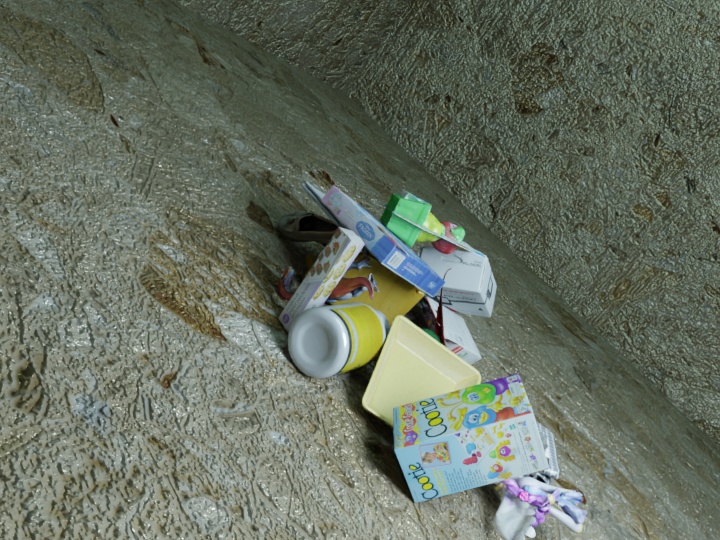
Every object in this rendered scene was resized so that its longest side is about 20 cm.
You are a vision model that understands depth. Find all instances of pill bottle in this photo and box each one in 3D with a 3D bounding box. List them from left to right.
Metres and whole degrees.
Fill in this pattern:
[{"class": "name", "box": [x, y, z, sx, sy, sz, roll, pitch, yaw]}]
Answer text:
[{"class": "pill bottle", "box": [-0.026, 0.112, 1.058, 0.112, 0.112, 0.200, 46, 20, 20]}]

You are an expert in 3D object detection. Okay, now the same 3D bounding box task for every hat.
[{"class": "hat", "box": [0.139, 0.133, 1.166, 0.165, 0.177, 0.200, -6, 47, -47]}]

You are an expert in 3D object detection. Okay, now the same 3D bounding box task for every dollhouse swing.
[{"class": "dollhouse swing", "box": [0.000, 0.000, 1.304, 0.199, 0.182, 0.176, 29, 32, -24]}]

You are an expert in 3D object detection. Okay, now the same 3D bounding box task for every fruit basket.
[{"class": "fruit basket", "box": [0.143, -0.086, 1.228, 0.199, 0.094, 0.185, 18, 10, -8]}]

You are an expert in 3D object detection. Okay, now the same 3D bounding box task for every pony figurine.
[{"class": "pony figurine", "box": [0.262, 0.352, 1.006, 0.199, 0.167, 0.193, 30, -18, -16]}]

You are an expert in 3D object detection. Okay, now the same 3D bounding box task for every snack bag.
[{"class": "snack bag", "box": [-0.020, -0.093, 1.301, 0.189, 0.021, 0.200, 48, 9, 28]}]

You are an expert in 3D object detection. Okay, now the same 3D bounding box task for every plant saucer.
[{"class": "plant saucer", "box": [0.100, 0.208, 1.074, 0.199, 0.048, 0.201, 36, 48, -11]}]

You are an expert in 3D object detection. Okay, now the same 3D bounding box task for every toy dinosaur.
[{"class": "toy dinosaur", "box": [-0.067, 0.016, 1.112, 0.200, 0.180, 0.106, -51, 123, -84]}]

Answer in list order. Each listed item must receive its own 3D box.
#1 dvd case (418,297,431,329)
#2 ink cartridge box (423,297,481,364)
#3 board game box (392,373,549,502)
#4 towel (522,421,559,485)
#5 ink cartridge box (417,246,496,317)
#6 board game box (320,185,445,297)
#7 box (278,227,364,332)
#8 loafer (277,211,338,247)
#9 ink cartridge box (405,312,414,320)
[{"class": "dvd case", "box": [0.175, 0.084, 1.499, 0.148, 0.016, 0.201, -1, 70, -64]}, {"class": "ink cartridge box", "box": [0.192, 0.139, 1.390, 0.200, 0.050, 0.110, 30, 32, -52]}, {"class": "board game box", "box": [0.157, 0.245, 0.922, 0.103, 0.199, 0.106, -87, 158, -67]}, {"class": "towel", "box": [0.291, 0.326, 1.195, 0.165, 0.086, 0.200, 38, 19, 1]}, {"class": "ink cartridge box", "box": [0.208, 0.027, 1.356, 0.144, 0.084, 0.200, 8, -16, 21]}, {"class": "board game box", "box": [0.044, -0.052, 1.159, 0.199, 0.043, 0.200, 46, 8, 36]}, {"class": "box", "box": [-0.067, 0.019, 1.055, 0.041, 0.201, 0.039, 13, 28, -51]}, {"class": "loafer", "box": [-0.104, -0.096, 1.339, 0.199, 0.072, 0.063, 18, -24, 33]}, {"class": "ink cartridge box", "box": [0.066, 0.028, 1.468, 0.200, 0.068, 0.116, 49, 22, 12]}]
